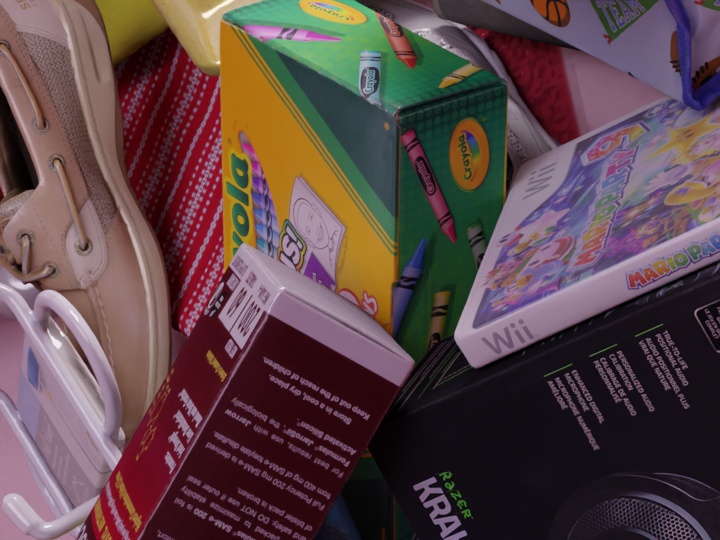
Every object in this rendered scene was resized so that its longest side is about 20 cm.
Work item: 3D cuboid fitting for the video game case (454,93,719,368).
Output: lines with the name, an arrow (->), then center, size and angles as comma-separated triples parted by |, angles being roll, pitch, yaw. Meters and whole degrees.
video game case -> 0.133, -0.042, 1.071 | 0.200, 0.018, 0.143 | -26, 19, 25

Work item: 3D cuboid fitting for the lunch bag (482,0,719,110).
lunch bag -> 0.132, -0.183, 1.145 | 0.200, 0.124, 0.170 | -36, 45, -20

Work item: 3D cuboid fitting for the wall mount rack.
wall mount rack -> -0.166, 0.056, 1.277 | 0.074, 0.200, 0.174 | -29, 73, -21

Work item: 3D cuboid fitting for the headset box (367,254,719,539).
headset box -> 0.135, 0.079, 1.080 | 0.200, 0.093, 0.174 | -25, 101, 26

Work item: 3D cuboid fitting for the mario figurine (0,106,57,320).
mario figurine -> -0.186, -0.011, 1.387 | 0.123, 0.106, 0.200 | 37, 126, 2

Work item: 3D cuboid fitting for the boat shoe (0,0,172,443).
boat shoe -> -0.131, -0.020, 1.285 | 0.072, 0.065, 0.201 | -10, 91, 62

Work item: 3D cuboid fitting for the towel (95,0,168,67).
towel -> -0.116, -0.129, 1.377 | 0.200, 0.018, 0.086 | -31, 55, 42

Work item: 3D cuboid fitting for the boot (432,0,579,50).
boot -> 0.109, -0.094, 1.214 | 0.200, 0.073, 0.182 | 18, 72, 30

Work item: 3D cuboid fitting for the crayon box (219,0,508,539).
crayon box -> 0.000, 0.000, 1.197 | 0.119, 0.058, 0.200 | 32, 131, 46

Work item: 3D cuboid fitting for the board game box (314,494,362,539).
board game box -> -0.074, 0.176, 1.173 | 0.200, 0.040, 0.153 | -38, 58, 18

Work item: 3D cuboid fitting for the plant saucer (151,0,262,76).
plant saucer -> -0.052, -0.207, 1.280 | 0.200, 0.200, 0.048 | 56, 156, -3

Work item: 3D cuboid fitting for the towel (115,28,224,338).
towel -> -0.082, -0.058, 1.325 | 0.200, 0.022, 0.145 | 32, 100, 56

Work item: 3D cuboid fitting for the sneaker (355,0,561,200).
sneaker -> 0.029, -0.066, 1.254 | 0.200, 0.082, 0.075 | 40, 100, 36

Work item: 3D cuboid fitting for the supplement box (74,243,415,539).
supplement box -> -0.062, 0.096, 1.095 | 0.200, 0.061, 0.109 | -61, 13, 3
